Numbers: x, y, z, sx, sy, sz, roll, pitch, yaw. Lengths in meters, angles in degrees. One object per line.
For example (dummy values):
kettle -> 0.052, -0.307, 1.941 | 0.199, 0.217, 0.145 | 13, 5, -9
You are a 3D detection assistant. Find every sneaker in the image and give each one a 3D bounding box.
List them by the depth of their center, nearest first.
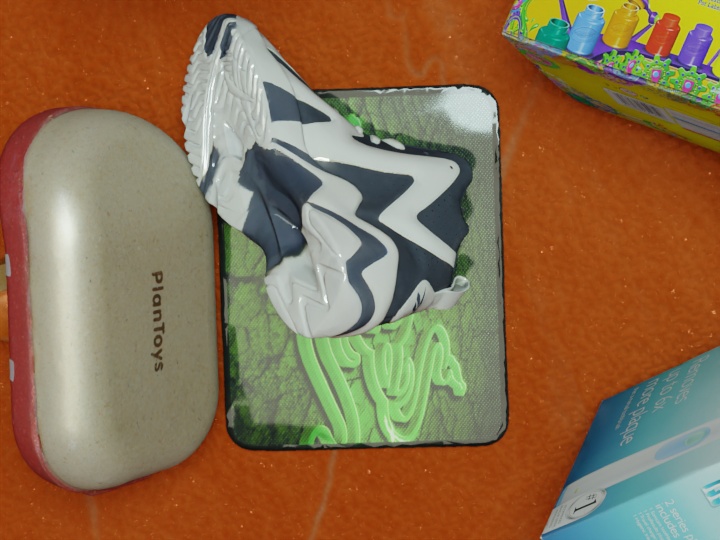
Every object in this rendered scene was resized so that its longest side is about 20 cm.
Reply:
sneaker -> -0.008, -0.051, 0.892 | 0.080, 0.129, 0.200 | -57, 50, 31

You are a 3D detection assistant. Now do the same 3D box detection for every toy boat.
toy boat -> -0.157, 0.014, 0.902 | 0.130, 0.130, 0.202 | 3, 97, 33

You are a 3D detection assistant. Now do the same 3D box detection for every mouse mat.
mouse mat -> 0.000, 0.000, 0.932 | 0.159, 0.008, 0.202 | -2, 97, 5

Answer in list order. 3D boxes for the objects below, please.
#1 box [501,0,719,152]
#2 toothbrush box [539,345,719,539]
box -> 0.206, -0.152, 0.793 | 0.199, 0.122, 0.194 | 24, 91, 27
toothbrush box -> 0.204, 0.091, 0.820 | 0.199, 0.146, 0.086 | -28, 101, 30
